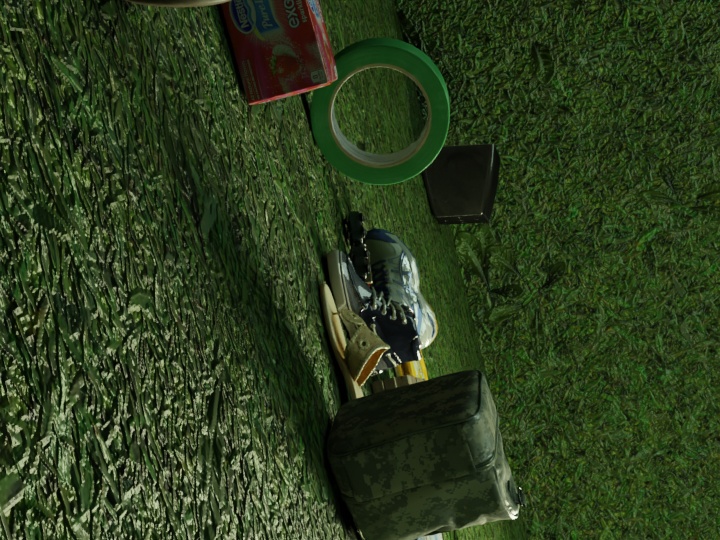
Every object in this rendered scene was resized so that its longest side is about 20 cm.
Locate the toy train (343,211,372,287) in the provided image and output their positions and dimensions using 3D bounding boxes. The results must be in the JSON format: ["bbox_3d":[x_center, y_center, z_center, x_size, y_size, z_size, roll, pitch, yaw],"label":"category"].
[{"bbox_3d":[0.000,0.000,1.835,0.046,0.034,0.202,85,-1,-51],"label":"toy train"}]

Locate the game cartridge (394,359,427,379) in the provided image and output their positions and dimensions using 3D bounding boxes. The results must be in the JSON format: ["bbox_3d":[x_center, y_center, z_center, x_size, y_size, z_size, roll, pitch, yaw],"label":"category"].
[{"bbox_3d":[0.079,0.137,2.115,0.200,0.032,0.179,-61,137,-75],"label":"game cartridge"}]

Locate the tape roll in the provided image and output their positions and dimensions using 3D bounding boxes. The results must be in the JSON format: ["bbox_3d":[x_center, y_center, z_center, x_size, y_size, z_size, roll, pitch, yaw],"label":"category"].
[{"bbox_3d":[0.028,-0.225,1.801,0.048,0.197,0.203,-81,155,-66],"label":"tape roll"}]

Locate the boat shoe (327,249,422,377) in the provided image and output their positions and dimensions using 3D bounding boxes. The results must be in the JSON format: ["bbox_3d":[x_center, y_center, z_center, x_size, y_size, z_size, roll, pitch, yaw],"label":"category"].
[{"bbox_3d":[0.022,0.048,1.699,0.075,0.091,0.202,-92,165,-53],"label":"boat shoe"}]

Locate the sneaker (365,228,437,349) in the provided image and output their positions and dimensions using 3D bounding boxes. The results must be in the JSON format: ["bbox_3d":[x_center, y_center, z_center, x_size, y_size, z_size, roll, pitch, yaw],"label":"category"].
[{"bbox_3d":[0.050,0.030,1.960,0.088,0.075,0.202,-21,82,-52],"label":"sneaker"}]

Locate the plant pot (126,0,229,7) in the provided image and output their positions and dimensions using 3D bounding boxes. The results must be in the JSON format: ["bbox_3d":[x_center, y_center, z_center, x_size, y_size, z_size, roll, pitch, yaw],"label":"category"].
[{"bbox_3d":[-0.147,-0.305,0.990,0.201,0.197,0.177,-84,177,-65],"label":"plant pot"}]

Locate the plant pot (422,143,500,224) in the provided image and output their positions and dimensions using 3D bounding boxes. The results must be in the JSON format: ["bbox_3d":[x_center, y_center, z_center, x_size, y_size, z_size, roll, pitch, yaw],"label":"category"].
[{"bbox_3d":[0.264,-0.218,3.321,0.199,0.197,0.180,31,57,-78],"label":"plant pot"}]

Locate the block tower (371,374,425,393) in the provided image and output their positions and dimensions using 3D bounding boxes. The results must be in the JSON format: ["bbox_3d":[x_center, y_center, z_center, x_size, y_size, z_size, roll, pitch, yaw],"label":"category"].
[{"bbox_3d":[0.063,0.189,1.873,0.200,0.053,0.059,26,52,-78],"label":"block tower"}]

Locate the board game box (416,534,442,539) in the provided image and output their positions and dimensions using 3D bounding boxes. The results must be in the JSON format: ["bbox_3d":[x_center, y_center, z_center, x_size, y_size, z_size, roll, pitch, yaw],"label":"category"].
[{"bbox_3d":[0.085,0.426,1.684,0.199,0.043,0.203,60,21,-64],"label":"board game box"}]

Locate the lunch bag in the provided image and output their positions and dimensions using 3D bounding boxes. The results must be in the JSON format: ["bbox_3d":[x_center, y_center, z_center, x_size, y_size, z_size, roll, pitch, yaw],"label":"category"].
[{"bbox_3d":[0.072,0.226,1.439,0.140,0.197,0.170,-71,143,-68],"label":"lunch bag"}]

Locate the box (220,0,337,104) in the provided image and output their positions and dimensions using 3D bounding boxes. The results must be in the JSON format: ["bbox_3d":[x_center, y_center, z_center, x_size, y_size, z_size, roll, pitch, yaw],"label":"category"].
[{"bbox_3d":[-0.100,-0.297,1.434,0.096,0.098,0.203,-58,134,-77],"label":"box"}]

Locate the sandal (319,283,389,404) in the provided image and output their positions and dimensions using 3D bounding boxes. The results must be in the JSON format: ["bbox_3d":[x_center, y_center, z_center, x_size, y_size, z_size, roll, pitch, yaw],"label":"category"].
[{"bbox_3d":[0.006,0.114,1.577,0.078,0.069,0.215,40,37,-75],"label":"sandal"}]
